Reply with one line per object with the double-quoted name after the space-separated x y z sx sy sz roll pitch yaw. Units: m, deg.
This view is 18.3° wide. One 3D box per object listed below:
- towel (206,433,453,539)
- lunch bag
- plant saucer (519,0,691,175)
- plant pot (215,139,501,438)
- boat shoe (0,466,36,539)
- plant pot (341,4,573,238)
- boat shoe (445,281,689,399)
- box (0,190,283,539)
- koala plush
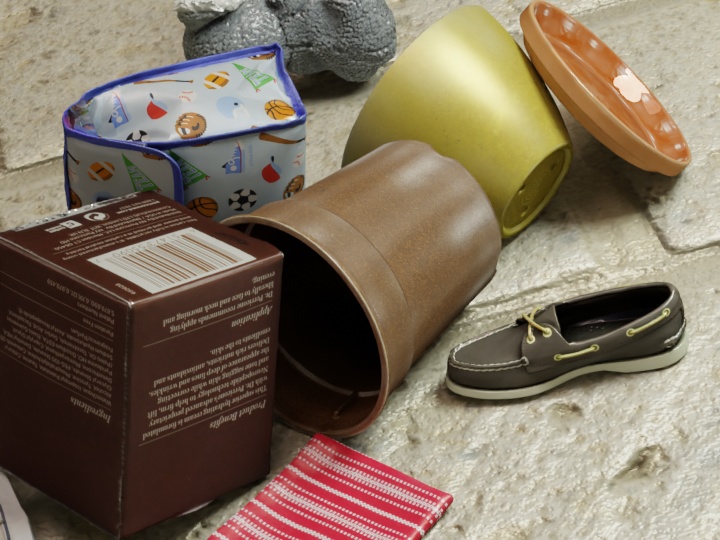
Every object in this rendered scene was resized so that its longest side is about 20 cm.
-0.044 0.208 1.702 0.144 0.023 0.200 23 50 37 "towel"
-0.149 -0.079 1.869 0.199 0.170 0.124 -10 46 -13 "lunch bag"
0.213 -0.158 1.978 0.032 0.200 0.201 -44 33 19 "plant saucer"
0.000 0.000 1.827 0.200 0.201 0.198 17 39 34 "plant pot"
-0.298 0.211 1.731 0.086 0.075 0.202 -22 35 -13 "boat shoe"
0.101 -0.109 1.953 0.142 0.200 0.200 39 57 18 "plant pot"
0.163 0.052 1.806 0.200 0.061 0.072 -12 37 2 "boat shoe"
-0.176 0.068 1.737 0.164 0.201 0.166 24 29 37 "box"
-0.085 -0.241 2.175 0.199 0.178 0.184 -22 48 -17 "koala plush"
